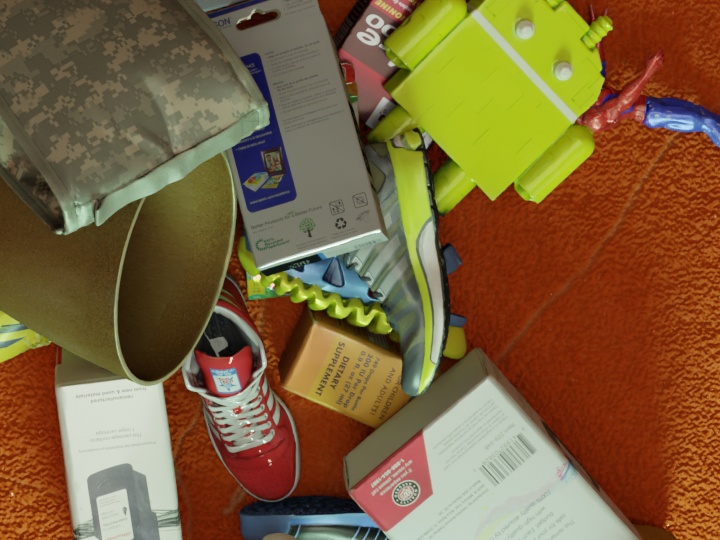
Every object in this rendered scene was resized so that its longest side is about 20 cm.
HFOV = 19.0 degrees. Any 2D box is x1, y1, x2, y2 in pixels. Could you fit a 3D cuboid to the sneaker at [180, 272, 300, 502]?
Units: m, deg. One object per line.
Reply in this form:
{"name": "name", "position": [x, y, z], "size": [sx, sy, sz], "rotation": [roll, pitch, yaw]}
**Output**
{"name": "sneaker", "position": [-0.095, 0.103, 1.701], "size": [0.071, 0.112, 0.201], "rotation": [-19, 103, -1]}

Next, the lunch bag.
{"name": "lunch bag", "position": [-0.178, -0.121, 1.464], "size": [0.164, 0.200, 0.118], "rotation": [-30, 149, -19]}

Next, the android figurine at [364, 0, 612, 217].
{"name": "android figurine", "position": [0.104, -0.139, 1.651], "size": [0.200, 0.041, 0.182], "rotation": [-42, 109, 5]}

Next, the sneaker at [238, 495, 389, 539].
{"name": "sneaker", "position": [-0.001, 0.228, 1.760], "size": [0.199, 0.070, 0.078], "rotation": [2, 97, -6]}

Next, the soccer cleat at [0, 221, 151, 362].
{"name": "soccer cleat", "position": [-0.227, 0.026, 1.695], "size": [0.200, 0.065, 0.084], "rotation": [-37, 98, 1]}

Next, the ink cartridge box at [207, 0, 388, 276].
{"name": "ink cartridge box", "position": [-0.052, -0.104, 1.588], "size": [0.099, 0.039, 0.201], "rotation": [-16, 78, 7]}

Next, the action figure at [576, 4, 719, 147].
{"name": "action figure", "position": [0.243, -0.151, 1.710], "size": [0.199, 0.065, 0.099], "rotation": [4, 108, -8]}

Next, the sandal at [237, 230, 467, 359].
{"name": "sandal", "position": [0.000, 0.000, 1.682], "size": [0.199, 0.079, 0.087], "rotation": [19, 88, -17]}

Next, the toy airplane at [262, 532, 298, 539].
{"name": "toy airplane", "position": [-0.075, 0.303, 1.736], "size": [0.200, 0.141, 0.199], "rotation": [-51, 139, 8]}

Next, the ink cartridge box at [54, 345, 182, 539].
{"name": "ink cartridge box", "position": [-0.187, 0.163, 1.688], "size": [0.084, 0.145, 0.201], "rotation": [-6, 103, -6]}

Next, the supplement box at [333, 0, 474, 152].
{"name": "supplement box", "position": [0.057, -0.199, 1.681], "size": [0.109, 0.061, 0.200], "rotation": [32, 98, -12]}

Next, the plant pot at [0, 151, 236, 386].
{"name": "plant pot", "position": [-0.221, -0.029, 1.590], "size": [0.199, 0.186, 0.187], "rotation": [14, 101, 19]}

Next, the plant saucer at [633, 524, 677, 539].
{"name": "plant saucer", "position": [0.178, 0.284, 1.725], "size": [0.200, 0.200, 0.048], "rotation": [-42, 99, 3]}

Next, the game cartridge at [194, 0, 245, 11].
{"name": "game cartridge", "position": [-0.097, -0.268, 1.614], "size": [0.200, 0.041, 0.134], "rotation": [-21, 99, -33]}

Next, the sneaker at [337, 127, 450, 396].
{"name": "sneaker", "position": [0.023, -0.004, 1.624], "size": [0.081, 0.074, 0.201], "rotation": [-7, 91, 7]}

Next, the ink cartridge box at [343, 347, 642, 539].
{"name": "ink cartridge box", "position": [0.104, 0.185, 1.691], "size": [0.147, 0.086, 0.200], "rotation": [-39, 106, 6]}

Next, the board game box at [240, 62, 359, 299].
{"name": "board game box", "position": [-0.047, -0.068, 1.679], "size": [0.095, 0.030, 0.201], "rotation": [-5, 123, -5]}

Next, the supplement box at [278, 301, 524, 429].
{"name": "supplement box", "position": [0.036, 0.096, 1.738], "size": [0.199, 0.069, 0.067], "rotation": [23, 101, -13]}
